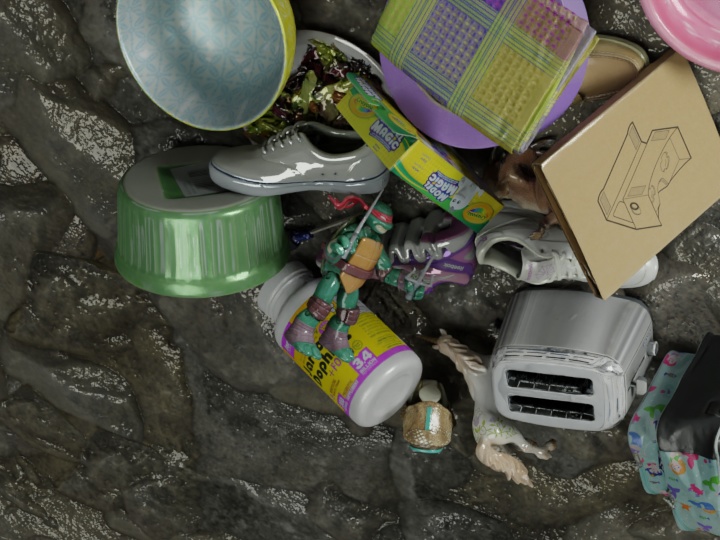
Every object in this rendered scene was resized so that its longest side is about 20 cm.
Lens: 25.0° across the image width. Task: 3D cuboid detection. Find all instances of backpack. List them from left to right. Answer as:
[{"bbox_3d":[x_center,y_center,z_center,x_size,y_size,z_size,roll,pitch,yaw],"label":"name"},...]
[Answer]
[{"bbox_3d":[0.386,0.190,1.760,0.150,0.178,0.201,2,134,39],"label":"backpack"}]

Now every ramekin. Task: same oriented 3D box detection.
[{"bbox_3d":[-0.178,-0.061,1.805,0.198,0.200,0.099,9,120,17],"label":"ramekin"}]

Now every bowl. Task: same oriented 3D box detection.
[{"bbox_3d":[-0.144,-0.258,1.689,0.198,0.108,0.202,11,122,19],"label":"bowl"}]

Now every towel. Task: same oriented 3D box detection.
[{"bbox_3d":[0.113,-0.218,1.539,0.199,0.023,0.144,37,113,18],"label":"towel"}]

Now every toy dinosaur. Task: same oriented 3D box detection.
[{"bbox_3d":[0.219,-0.105,1.680,0.198,0.137,0.086,-23,157,12],"label":"toy dinosaur"}]

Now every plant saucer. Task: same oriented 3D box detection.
[{"bbox_3d":[0.356,-0.279,1.502,0.198,0.051,0.202,11,128,15],"label":"plant saucer"}]

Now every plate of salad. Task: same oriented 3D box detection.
[{"bbox_3d":[-0.047,-0.166,1.763,0.198,0.048,0.202,12,128,16],"label":"plate of salad"}]

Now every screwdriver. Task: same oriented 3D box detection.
[{"bbox_3d":[-0.043,-0.044,1.862,0.199,0.028,0.029,-12,90,34],"label":"screwdriver"}]

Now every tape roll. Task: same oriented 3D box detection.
[{"bbox_3d":[0.120,-0.221,1.584,0.198,0.066,0.202,4,99,27],"label":"tape roll"}]

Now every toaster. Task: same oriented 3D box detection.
[{"bbox_3d":[0.222,0.096,1.789,0.198,0.130,0.115,7,127,19],"label":"toaster"}]

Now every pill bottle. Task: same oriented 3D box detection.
[{"bbox_3d":[-0.029,0.079,1.866,0.200,0.104,0.105,43,136,26],"label":"pill bottle"}]

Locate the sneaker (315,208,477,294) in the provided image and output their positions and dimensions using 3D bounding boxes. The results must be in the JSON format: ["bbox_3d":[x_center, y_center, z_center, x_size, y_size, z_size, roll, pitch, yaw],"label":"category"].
[{"bbox_3d":[0.046,-0.010,1.824,0.198,0.081,0.089,-7,129,26],"label":"sneaker"}]

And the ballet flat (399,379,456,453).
[{"bbox_3d":[0.082,0.162,1.891,0.070,0.200,0.066,6,95,-2],"label":"ballet flat"}]

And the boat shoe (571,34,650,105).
[{"bbox_3d":[0.189,-0.189,1.630,0.198,0.067,0.075,-2,124,25],"label":"boat shoe"}]

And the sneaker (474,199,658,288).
[{"bbox_3d":[0.216,-0.009,1.733,0.198,0.100,0.075,13,127,12],"label":"sneaker"}]

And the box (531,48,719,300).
[{"bbox_3d":[0.273,-0.095,1.595,0.021,0.200,0.164,18,143,58],"label":"box"}]

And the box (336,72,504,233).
[{"bbox_3d":[0.055,-0.121,1.647,0.048,0.118,0.200,-45,140,9],"label":"box"}]

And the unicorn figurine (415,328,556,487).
[{"bbox_3d":[0.154,0.142,1.865,0.136,0.201,0.074,17,131,-26],"label":"unicorn figurine"}]

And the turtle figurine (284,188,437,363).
[{"bbox_3d":[0.000,0.000,1.737,0.149,0.101,0.201,18,109,-36],"label":"turtle figurine"}]

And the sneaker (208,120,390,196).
[{"bbox_3d":[-0.067,-0.126,1.734,0.198,0.073,0.071,-1,127,8],"label":"sneaker"}]
